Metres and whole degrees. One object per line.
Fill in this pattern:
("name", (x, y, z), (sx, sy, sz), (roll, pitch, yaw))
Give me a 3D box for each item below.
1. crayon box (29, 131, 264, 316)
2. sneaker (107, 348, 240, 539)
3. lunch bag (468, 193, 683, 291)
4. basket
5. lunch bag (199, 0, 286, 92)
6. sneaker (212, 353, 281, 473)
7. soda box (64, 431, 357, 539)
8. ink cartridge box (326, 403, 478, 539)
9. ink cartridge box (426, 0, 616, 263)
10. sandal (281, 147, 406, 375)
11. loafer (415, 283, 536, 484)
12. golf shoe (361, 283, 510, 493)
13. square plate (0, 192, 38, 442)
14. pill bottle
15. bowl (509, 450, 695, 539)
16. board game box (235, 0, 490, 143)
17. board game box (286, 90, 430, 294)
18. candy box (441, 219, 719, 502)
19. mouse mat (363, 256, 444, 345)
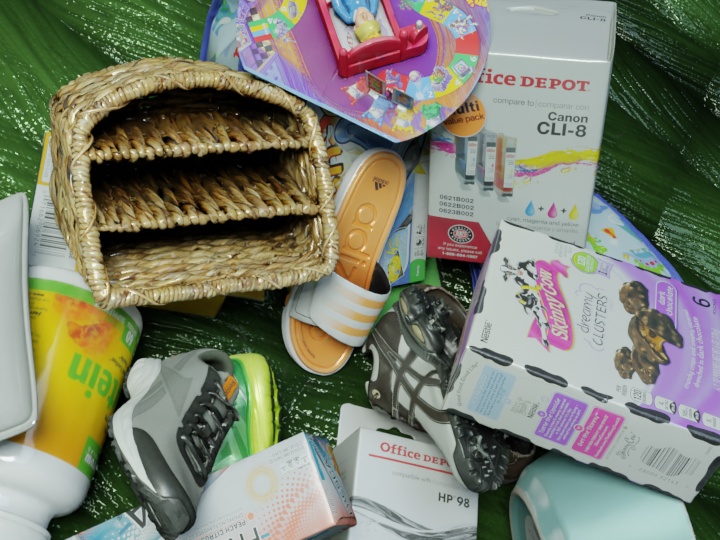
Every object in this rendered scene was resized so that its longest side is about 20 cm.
("crayon box", (-0.182, -0.035, 0.786), (0.197, 0.052, 0.127), (10, 62, -18))
("sneaker", (-0.121, 0.105, 0.623), (0.078, 0.200, 0.075), (-21, 112, -1))
("lunch bag", (0.207, 0.024, 0.880), (0.168, 0.128, 0.202), (-13, 67, -28))
("basket", (-0.121, -0.074, 0.681), (0.198, 0.145, 0.149), (-6, 29, -28))
("lunch bag", (-0.045, -0.215, 0.828), (0.168, 0.201, 0.128), (-8, 52, -27))
("sneaker", (-0.106, 0.168, 0.719), (0.082, 0.074, 0.203), (-3, 69, 8))
("soda box", (-0.106, 0.185, 0.641), (0.198, 0.064, 0.069), (-25, 71, 6))
("ink cartridge box", (0.033, 0.206, 0.751), (0.114, 0.067, 0.202), (15, 60, -16))
("ink cartridge box", (0.140, -0.125, 0.803), (0.143, 0.202, 0.145), (7, 35, 12))
("sandal", (-0.007, -0.002, 0.778), (0.078, 0.059, 0.209), (14, 101, -29))
("loafer", (0.107, 0.094, 0.831), (0.073, 0.071, 0.201), (-28, 80, -27))
("golf shoe", (0.057, 0.110, 0.755), (0.077, 0.094, 0.201), (34, 25, -37))
("square plate", (-0.308, 0.060, 0.625), (0.196, 0.029, 0.202), (-23, 53, 5))
("pill bottle", (-0.238, 0.109, 0.654), (0.110, 0.111, 0.202), (20, 59, -13))
("bowl", (0.190, 0.229, 0.753), (0.104, 0.201, 0.203), (-12, 69, -6))
("board game box", (0.004, -0.197, 0.685), (0.198, 0.039, 0.159), (27, 76, 5))
("board game box", (-0.001, -0.079, 0.811), (0.134, 0.203, 0.034), (-11, 26, -26))
("candy box", (0.179, 0.063, 0.710), (0.198, 0.072, 0.169), (19, 41, 4))
("mouse mat", (0.004, -0.022, 0.887), (0.159, 0.008, 0.203), (0, 65, -23))
